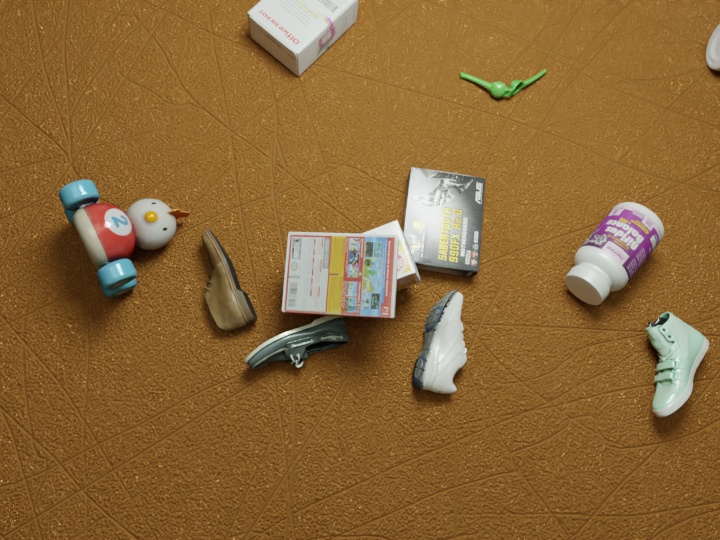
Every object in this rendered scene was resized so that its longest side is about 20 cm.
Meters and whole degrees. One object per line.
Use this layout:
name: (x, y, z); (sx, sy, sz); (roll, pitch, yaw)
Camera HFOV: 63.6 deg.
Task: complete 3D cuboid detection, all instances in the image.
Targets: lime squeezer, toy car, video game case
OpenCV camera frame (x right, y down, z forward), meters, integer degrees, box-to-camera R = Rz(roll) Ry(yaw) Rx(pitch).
lime squeezer: (0.322, -0.410, 1.282); (0.198, 0.038, 0.071); (-5, 44, -5)
toy car: (-0.408, -0.081, 1.061); (0.199, 0.177, 0.186); (-27, 89, -24)
video game case: (-0.035, 0.007, 1.009); (0.198, 0.017, 0.145); (2, 81, 12)

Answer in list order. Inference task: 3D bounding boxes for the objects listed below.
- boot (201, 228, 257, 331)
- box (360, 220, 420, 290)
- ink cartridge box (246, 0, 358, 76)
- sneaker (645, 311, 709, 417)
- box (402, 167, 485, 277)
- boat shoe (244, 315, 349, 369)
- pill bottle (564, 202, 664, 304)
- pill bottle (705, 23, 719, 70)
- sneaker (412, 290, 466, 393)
boot: (-0.268, 0.018, 1.092); (0.075, 0.074, 0.201); (-24, 80, -1)
box: (0.000, 0.000, 1.071); (0.198, 0.113, 0.102); (-20, 77, 5)
ink cartridge box: (-0.123, -0.542, 1.245); (0.144, 0.085, 0.200); (40, 74, 7)
sneaker: (0.579, 0.175, 1.118); (0.118, 0.074, 0.201); (39, 65, -1)
box: (0.164, -0.098, 1.169); (0.157, 0.048, 0.202); (9, 74, -3)
boat shoe: (-0.113, 0.142, 1.068); (0.199, 0.073, 0.062); (-23, 74, -16)
pill bottle: (0.497, -0.031, 1.148); (0.112, 0.112, 0.200); (42, 75, 7)
pill bottle: (0.907, -0.498, 1.312); (0.198, 0.111, 0.112); (7, 74, -3)
sneaker: (0.163, 0.138, 1.104); (0.086, 0.074, 0.202); (20, 80, -12)
